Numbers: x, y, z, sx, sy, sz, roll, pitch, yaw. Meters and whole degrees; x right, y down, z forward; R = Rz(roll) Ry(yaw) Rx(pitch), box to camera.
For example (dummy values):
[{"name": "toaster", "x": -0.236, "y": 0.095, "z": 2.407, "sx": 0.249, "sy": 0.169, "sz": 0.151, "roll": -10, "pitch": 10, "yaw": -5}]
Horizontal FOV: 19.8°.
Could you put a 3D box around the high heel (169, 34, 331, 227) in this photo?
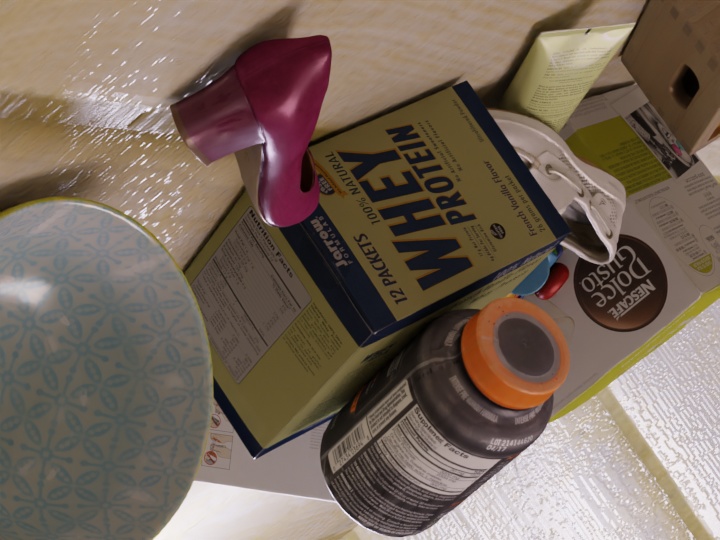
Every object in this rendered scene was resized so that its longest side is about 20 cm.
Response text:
[{"name": "high heel", "x": -0.032, "y": -0.078, "z": 1.187, "sx": 0.096, "sy": 0.068, "sz": 0.200, "roll": -26, "pitch": 167, "yaw": 10}]

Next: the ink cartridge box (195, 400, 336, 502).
[{"name": "ink cartridge box", "x": -0.046, "y": 0.146, "z": 1.775, "sx": 0.199, "sy": 0.084, "sz": 0.175, "roll": 6, "pitch": 180, "yaw": 16}]

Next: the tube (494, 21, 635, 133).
[{"name": "tube", "x": 0.136, "y": -0.129, "z": 1.535, "sx": 0.058, "sy": 0.052, "sz": 0.200, "roll": -53, "pitch": 177, "yaw": -30}]

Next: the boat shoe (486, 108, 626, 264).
[{"name": "boat shoe", "x": 0.130, "y": -0.059, "z": 1.538, "sx": 0.199, "sy": 0.070, "sz": 0.071, "roll": 24, "pitch": 145, "yaw": -37}]

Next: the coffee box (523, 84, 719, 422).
[{"name": "coffee box", "x": 0.194, "y": -0.014, "z": 1.760, "sx": 0.200, "sy": 0.198, "sz": 0.200, "roll": -41, "pitch": 170, "yaw": 27}]

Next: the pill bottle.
[{"name": "pill bottle", "x": 0.061, "y": 0.095, "z": 1.391, "sx": 0.106, "sy": 0.107, "sz": 0.200, "roll": -25, "pitch": 166, "yaw": -40}]

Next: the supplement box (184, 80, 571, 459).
[{"name": "supplement box", "x": 0.000, "y": 0.000, "z": 1.444, "sx": 0.199, "sy": 0.135, "sz": 0.200, "roll": -26, "pitch": 166, "yaw": -37}]

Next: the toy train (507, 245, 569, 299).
[{"name": "toy train", "x": 0.078, "y": 0.045, "z": 1.620, "sx": 0.200, "sy": 0.085, "sz": 0.116, "roll": -49, "pitch": -179, "yaw": 7}]

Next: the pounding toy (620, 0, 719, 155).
[{"name": "pounding toy", "x": 0.329, "y": -0.178, "z": 1.641, "sx": 0.184, "sy": 0.143, "sz": 0.200, "roll": -32, "pitch": 168, "yaw": -12}]

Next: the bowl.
[{"name": "bowl", "x": -0.188, "y": 0.064, "z": 1.126, "sx": 0.107, "sy": 0.201, "sz": 0.200, "roll": -5, "pitch": -166, "yaw": 45}]
